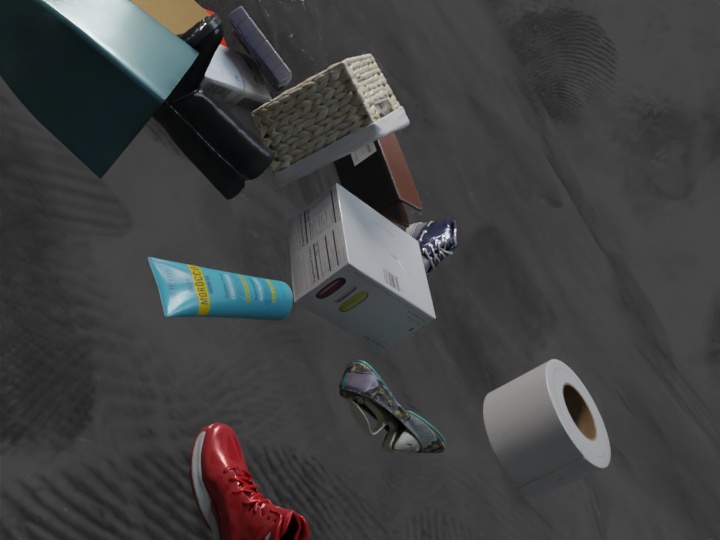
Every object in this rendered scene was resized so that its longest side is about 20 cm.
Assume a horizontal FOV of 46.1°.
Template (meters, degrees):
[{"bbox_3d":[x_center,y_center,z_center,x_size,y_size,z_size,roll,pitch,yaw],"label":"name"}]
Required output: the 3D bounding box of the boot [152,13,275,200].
[{"bbox_3d":[-0.183,-0.209,1.108,0.200,0.164,0.066,48,27,-24],"label":"boot"}]

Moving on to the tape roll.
[{"bbox_3d":[0.327,0.276,1.486,0.202,0.138,0.204,40,31,-30],"label":"tape roll"}]

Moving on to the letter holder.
[{"bbox_3d":[0.040,-0.167,1.516,0.141,0.100,0.202,18,46,-53],"label":"letter holder"}]

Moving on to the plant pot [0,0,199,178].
[{"bbox_3d":[-0.320,-0.245,0.975,0.199,0.141,0.142,39,32,-18],"label":"plant pot"}]

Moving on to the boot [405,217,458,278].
[{"bbox_3d":[0.122,-0.034,1.505,0.201,0.089,0.073,-75,145,-55],"label":"boot"}]

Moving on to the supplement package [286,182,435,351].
[{"bbox_3d":[0.000,0.000,1.264,0.199,0.110,0.157,31,36,-39],"label":"supplement package"}]

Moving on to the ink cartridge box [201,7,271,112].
[{"bbox_3d":[-0.233,-0.351,1.313,0.159,0.047,0.202,3,61,-58],"label":"ink cartridge box"}]

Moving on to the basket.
[{"bbox_3d":[-0.049,-0.231,1.291,0.125,0.198,0.135,65,27,-8],"label":"basket"}]

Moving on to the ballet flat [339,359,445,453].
[{"bbox_3d":[0.039,0.211,1.176,0.200,0.072,0.072,46,29,-21],"label":"ballet flat"}]

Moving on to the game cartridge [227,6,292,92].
[{"bbox_3d":[-0.160,-0.350,1.365,0.131,0.038,0.200,56,0,-10],"label":"game cartridge"}]

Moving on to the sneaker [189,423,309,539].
[{"bbox_3d":[-0.102,0.234,0.850,0.078,0.115,0.202,18,46,-50],"label":"sneaker"}]

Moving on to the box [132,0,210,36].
[{"bbox_3d":[-0.308,-0.383,1.202,0.163,0.021,0.200,42,29,3],"label":"box"}]

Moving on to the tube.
[{"bbox_3d":[-0.169,0.029,1.035,0.198,0.050,0.078,9,46,-49],"label":"tube"}]
